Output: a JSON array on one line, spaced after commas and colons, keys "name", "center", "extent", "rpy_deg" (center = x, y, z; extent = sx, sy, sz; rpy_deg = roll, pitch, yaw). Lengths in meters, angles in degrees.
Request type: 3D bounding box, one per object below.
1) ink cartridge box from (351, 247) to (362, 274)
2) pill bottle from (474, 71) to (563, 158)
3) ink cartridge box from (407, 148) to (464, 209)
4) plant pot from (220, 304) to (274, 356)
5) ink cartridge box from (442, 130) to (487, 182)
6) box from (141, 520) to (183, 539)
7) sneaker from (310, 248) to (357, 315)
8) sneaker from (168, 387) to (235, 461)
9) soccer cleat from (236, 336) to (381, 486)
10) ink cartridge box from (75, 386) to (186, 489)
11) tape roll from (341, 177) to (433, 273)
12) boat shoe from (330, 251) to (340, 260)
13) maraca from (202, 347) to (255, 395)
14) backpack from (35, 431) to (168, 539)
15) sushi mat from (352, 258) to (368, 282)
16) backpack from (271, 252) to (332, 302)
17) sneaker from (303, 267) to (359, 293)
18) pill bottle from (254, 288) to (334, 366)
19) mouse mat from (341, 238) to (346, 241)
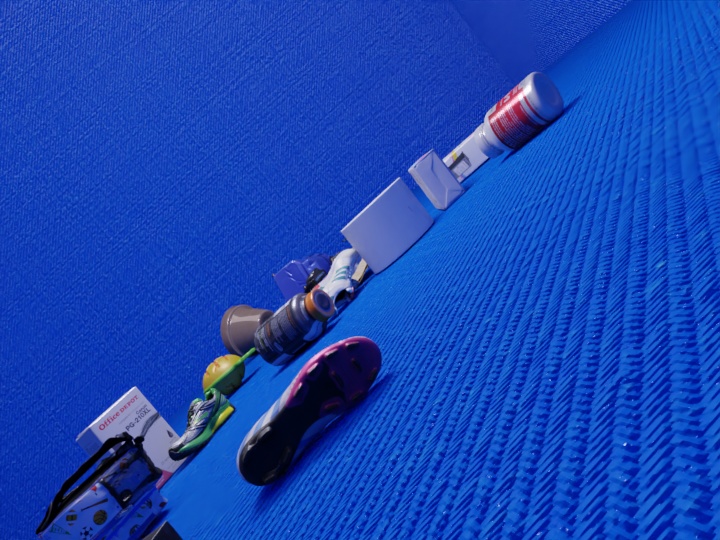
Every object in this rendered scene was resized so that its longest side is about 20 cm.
[{"name": "ink cartridge box", "center": [0.005, -0.048, 1.989], "extent": [0.116, 0.068, 0.200], "rpy_deg": [-42, 4, -15]}, {"name": "pill bottle", "center": [0.359, -0.350, 1.477], "extent": [0.199, 0.113, 0.112], "rpy_deg": [-38, 5, 45]}, {"name": "ink cartridge box", "center": [0.194, -0.237, 1.686], "extent": [0.076, 0.137, 0.200], "rpy_deg": [-38, 5, 2]}, {"name": "plant pot", "center": [-0.398, 0.217, 2.410], "extent": [0.172, 0.204, 0.200], "rpy_deg": [-16, 19, 36]}, {"name": "ink cartridge box", "center": [0.296, -0.318, 1.917], "extent": [0.199, 0.086, 0.148], "rpy_deg": [-42, 4, 23]}, {"name": "box", "center": [-0.297, 0.385, 0.675], "extent": [0.199, 0.048, 0.194], "rpy_deg": [-40, 7, 21]}, {"name": "sneaker", "center": [-0.041, 0.034, 1.552], "extent": [0.201, 0.091, 0.071], "rpy_deg": [-53, -31, -34]}, {"name": "sneaker", "center": [-0.366, 0.343, 1.427], "extent": [0.078, 0.086, 0.200], "rpy_deg": [-38, 7, 33]}, {"name": "soccer cleat", "center": [-0.060, 0.147, 0.705], "extent": [0.200, 0.070, 0.086], "rpy_deg": [-43, 5, -10]}, {"name": "ink cartridge box", "center": [-0.492, 0.383, 1.400], "extent": [0.084, 0.201, 0.145], "rpy_deg": [-36, 6, 38]}, {"name": "tape roll", "center": [0.067, -0.110, 1.590], "extent": [0.202, 0.140, 0.203], "rpy_deg": [-41, 5, 4]}, {"name": "boat shoe", "center": [-0.186, -0.049, 3.702], "extent": [0.199, 0.064, 0.071], "rpy_deg": [-42, 4, 10]}, {"name": "maraca", "center": [-0.388, 0.298, 1.896], "extent": [0.199, 0.108, 0.137], "rpy_deg": [-41, 4, 12]}, {"name": "backpack", "center": [-0.424, 0.392, 1.054], "extent": [0.189, 0.155, 0.200], "rpy_deg": [-34, -7, -41]}, {"name": "sushi mat", "center": [0.000, 0.000, 1.757], "extent": [0.097, 0.012, 0.200], "rpy_deg": [-61, 5, -2]}, {"name": "backpack", "center": [-0.144, 0.034, 2.001], "extent": [0.165, 0.166, 0.199], "rpy_deg": [-29, -4, 22]}, {"name": "sneaker", "center": [-0.086, 0.040, 1.671], "extent": [0.077, 0.112, 0.199], "rpy_deg": [-43, 5, -32]}, {"name": "pill bottle", "center": [-0.144, 0.123, 1.443], "extent": [0.199, 0.107, 0.106], "rpy_deg": [-39, 5, 31]}, {"name": "mouse mat", "center": [0.054, -0.124, 1.945], "extent": [0.196, 0.008, 0.160], "rpy_deg": [-17, -1, 31]}]
